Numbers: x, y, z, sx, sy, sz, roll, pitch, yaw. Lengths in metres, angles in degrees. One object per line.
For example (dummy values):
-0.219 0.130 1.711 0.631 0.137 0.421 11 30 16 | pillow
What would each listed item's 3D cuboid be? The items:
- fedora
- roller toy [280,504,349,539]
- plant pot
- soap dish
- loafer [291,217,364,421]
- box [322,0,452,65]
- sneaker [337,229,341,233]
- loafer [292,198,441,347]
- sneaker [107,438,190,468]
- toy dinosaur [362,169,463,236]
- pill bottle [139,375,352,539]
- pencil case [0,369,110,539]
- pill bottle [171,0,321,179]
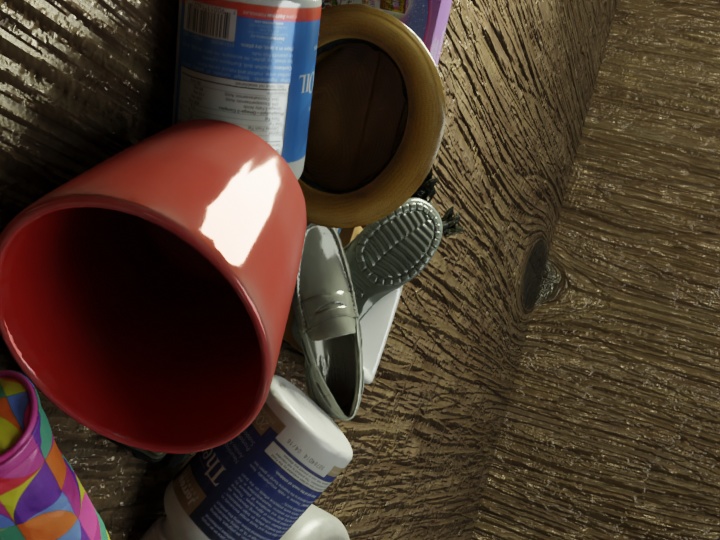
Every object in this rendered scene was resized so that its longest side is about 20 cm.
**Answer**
-0.012 -0.142 0.973 0.082 0.198 0.203 -45 147 -79 | fedora
-0.110 0.317 1.084 0.183 0.139 0.201 -58 151 -21 | roller toy
-0.128 -0.005 0.734 0.178 0.198 0.202 -66 162 -55 | plant pot
-0.022 0.044 1.228 0.200 0.080 0.159 50 56 -68 | soap dish
-0.029 0.046 0.997 0.069 0.070 0.202 -16 107 -20 | loafer
0.020 -0.264 1.025 0.039 0.135 0.202 -7 111 -70 | box
-0.055 -0.055 1.086 0.200 0.075 0.077 -50 157 -34 | sneaker
0.000 0.000 1.087 0.200 0.075 0.070 -42 -165 -9 | loafer
-0.155 0.081 0.869 0.114 0.075 0.202 -52 157 -63 | sneaker
0.045 -0.067 1.337 0.103 0.135 0.200 66 -11 0 | toy dinosaur
-0.110 0.204 0.961 0.200 0.111 0.111 -48 161 3 | pill bottle
-0.229 0.153 0.705 0.201 0.087 0.089 87 26 -48 | pencil case
-0.095 -0.128 0.832 0.112 0.111 0.202 -38 140 -61 | pill bottle
